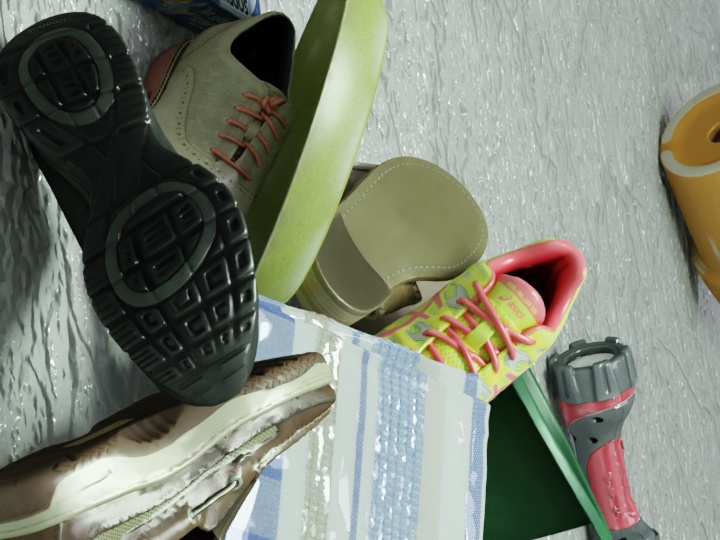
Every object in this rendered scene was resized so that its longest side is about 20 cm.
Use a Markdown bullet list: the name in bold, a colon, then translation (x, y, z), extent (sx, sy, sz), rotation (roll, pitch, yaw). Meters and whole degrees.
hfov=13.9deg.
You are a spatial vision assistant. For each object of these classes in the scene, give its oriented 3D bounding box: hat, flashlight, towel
- **hat**: translation (0.041, 0.137, 1.755), extent (0.166, 0.176, 0.200), rotation (57, 6, -42)
- **flashlight**: translation (0.198, 0.154, 2.299), extent (0.068, 0.068, 0.201), rotation (-59, 137, -67)
- **towel**: translation (-0.006, 0.098, 1.411), extent (0.200, 0.024, 0.148), rotation (23, 64, -46)

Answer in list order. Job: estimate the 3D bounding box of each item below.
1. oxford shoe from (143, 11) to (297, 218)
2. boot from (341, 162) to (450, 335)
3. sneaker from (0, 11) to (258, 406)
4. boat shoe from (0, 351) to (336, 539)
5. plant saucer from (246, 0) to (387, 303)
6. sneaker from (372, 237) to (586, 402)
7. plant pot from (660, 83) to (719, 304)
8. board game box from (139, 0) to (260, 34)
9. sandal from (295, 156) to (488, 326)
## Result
- **oxford shoe**: translation (-0.072, -0.063, 1.433), extent (0.070, 0.075, 0.200), rotation (43, 31, -28)
- **boot**: translation (0.013, 0.018, 1.745), extent (0.200, 0.070, 0.147), rotation (13, 80, -61)
- **sneaker**: translation (-0.092, -0.020, 1.290), extent (0.091, 0.076, 0.200), rotation (71, -6, -60)
- **boat shoe**: translation (-0.083, 0.096, 1.270), extent (0.202, 0.075, 0.075), rotation (-23, 99, -43)
- **plant saucer**: translation (-0.026, -0.062, 1.496), extent (0.200, 0.031, 0.201), rotation (-161, -90, -81)
- **sneaker**: translation (0.057, 0.038, 1.612), extent (0.078, 0.090, 0.200), rotation (46, 44, 0)
- **plant pot**: translation (0.392, -0.082, 2.909), extent (0.183, 0.200, 0.201), rotation (48, 34, -35)
- **board game box**: translation (-0.104, -0.203, 1.494), extent (0.200, 0.034, 0.136), rotation (21, 62, -72)
- **sandal**: translation (-0.003, -0.005, 1.635), extent (0.078, 0.070, 0.212), rotation (58, 27, 0)
